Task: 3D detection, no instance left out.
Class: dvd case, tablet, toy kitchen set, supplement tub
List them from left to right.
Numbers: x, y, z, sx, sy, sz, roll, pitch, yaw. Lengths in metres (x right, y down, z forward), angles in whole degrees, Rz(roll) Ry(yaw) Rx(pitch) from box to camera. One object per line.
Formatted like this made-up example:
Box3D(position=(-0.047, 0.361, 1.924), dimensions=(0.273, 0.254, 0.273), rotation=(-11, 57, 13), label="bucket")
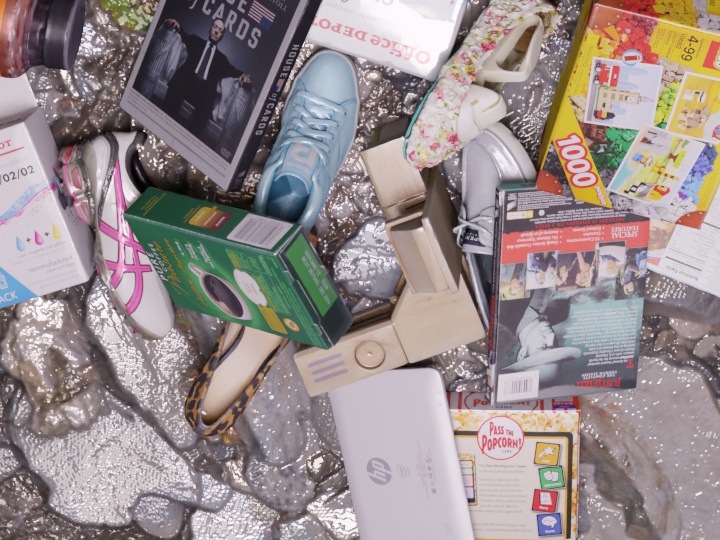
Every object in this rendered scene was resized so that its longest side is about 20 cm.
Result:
Box3D(position=(-0.347, -0.230, 1.586), dimensions=(0.199, 0.107, 0.108), rotation=(12, 109, 1), label="supplement tub")
Box3D(position=(-0.124, -0.193, 1.579), dimensions=(0.150, 0.025, 0.201), rotation=(38, 117, 27), label="dvd case")
Box3D(position=(0.000, 0.000, 1.609), dimensions=(0.180, 0.163, 0.201), rotation=(-20, 106, 10), label="toy kitchen set")
Box3D(position=(0.038, 0.189, 1.713), dimensions=(0.130, 0.014, 0.201), rotation=(-4, 104, 33), label="tablet")
Box3D(position=(0.182, 0.017, 1.581), dimensions=(0.145, 0.022, 0.201), rotation=(-6, 110, -17), label="dvd case")

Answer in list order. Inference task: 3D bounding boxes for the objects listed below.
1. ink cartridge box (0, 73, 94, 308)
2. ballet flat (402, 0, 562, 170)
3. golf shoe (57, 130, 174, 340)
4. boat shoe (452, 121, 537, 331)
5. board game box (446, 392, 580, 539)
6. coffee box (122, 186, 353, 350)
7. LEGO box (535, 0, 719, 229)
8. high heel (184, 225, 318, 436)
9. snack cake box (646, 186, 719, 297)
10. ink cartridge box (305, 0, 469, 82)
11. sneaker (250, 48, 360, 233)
Box3D(position=(-0.331, -0.074, 1.657), dimensions=(0.115, 0.068, 0.201), rotation=(-17, 106, 9), label="ink cartridge box")
Box3D(position=(0.108, -0.166, 1.545), dimensions=(0.064, 0.076, 0.201), rotation=(22, 71, 28), label="ballet flat")
Box3D(position=(-0.205, -0.031, 1.660), dimensions=(0.092, 0.073, 0.201), rotation=(-17, 107, 9), label="golf shoe")
Box3D(position=(0.121, -0.031, 1.587), dimensions=(0.070, 0.071, 0.202), rotation=(5, 117, 46), label="boat shoe")
Box3D(position=(0.135, 0.217, 1.733), dimensions=(0.151, 0.046, 0.201), rotation=(1, 109, 4), label="board game box")
Box3D(position=(-0.110, -0.004, 1.584), dimensions=(0.199, 0.044, 0.123), rotation=(13, 143, 42), label="coffee box")
Box3D(position=(0.240, -0.145, 1.478), dimensions=(0.148, 0.077, 0.201), rotation=(13, 135, 0), label="LEGO box")
Box3D(position=(-0.093, 0.059, 1.645), dimensions=(0.071, 0.143, 0.200), rotation=(30, 108, -7), label="high heel")
Box3D(position=(0.267, -0.065, 1.618), dimensions=(0.199, 0.067, 0.115), rotation=(22, 111, -3), label="snack cake box")
Box3D(position=(0.034, -0.280, 1.554), dimensions=(0.145, 0.083, 0.201), rotation=(17, 109, -2), label="ink cartridge box")
Box3D(position=(-0.046, -0.101, 1.603), dimensions=(0.074, 0.082, 0.201), rotation=(16, 92, -6), label="sneaker")
